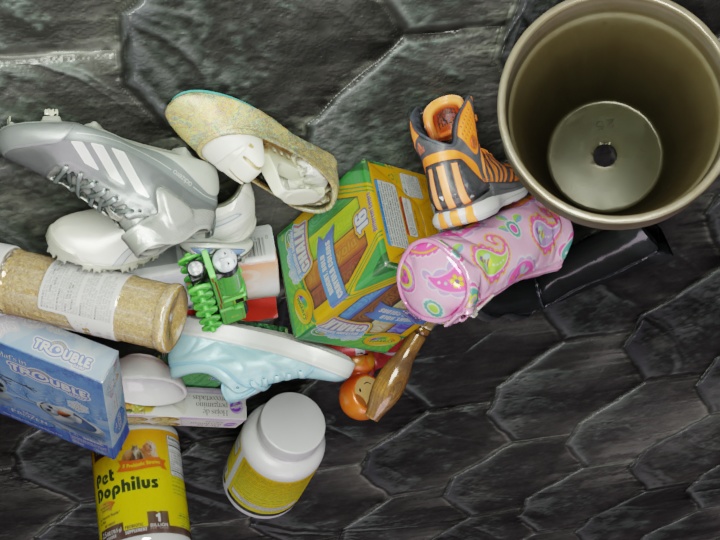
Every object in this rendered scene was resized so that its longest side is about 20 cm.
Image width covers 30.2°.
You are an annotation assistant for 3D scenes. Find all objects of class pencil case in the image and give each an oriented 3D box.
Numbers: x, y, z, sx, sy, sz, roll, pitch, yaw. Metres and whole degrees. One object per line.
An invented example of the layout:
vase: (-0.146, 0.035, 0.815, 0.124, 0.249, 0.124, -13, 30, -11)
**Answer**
pencil case: (0.117, -0.010, 1.238, 0.200, 0.088, 0.087, -25, 169, -49)

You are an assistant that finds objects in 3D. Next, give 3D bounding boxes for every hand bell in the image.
hand bell: (0.059, 0.068, 1.402, 0.104, 0.104, 0.201, 27, 91, -50)

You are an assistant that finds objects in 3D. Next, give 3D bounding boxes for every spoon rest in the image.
spoon rest: (-0.273, 0.109, 1.463, 0.099, 0.061, 0.200, -14, 144, 31)

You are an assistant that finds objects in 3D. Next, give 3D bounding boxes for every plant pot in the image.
plant pot: (0.221, -0.120, 1.173, 0.199, 0.201, 0.174, -15, 167, 4)

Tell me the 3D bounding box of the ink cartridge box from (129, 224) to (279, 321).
ink cartridge box: (-0.167, 0.031, 1.415, 0.161, 0.050, 0.200, -9, 148, -6)

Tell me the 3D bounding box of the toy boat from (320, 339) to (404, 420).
toy boat: (-0.005, 0.104, 1.501, 0.130, 0.131, 0.200, -10, 161, -5)

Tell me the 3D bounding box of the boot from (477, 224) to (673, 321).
boot: (0.228, -0.005, 1.472, 0.199, 0.066, 0.165, -22, 168, 27)

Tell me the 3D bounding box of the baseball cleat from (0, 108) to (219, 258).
baseball cleat: (-0.213, -0.069, 1.141, 0.199, 0.107, 0.070, 9, 160, -24)

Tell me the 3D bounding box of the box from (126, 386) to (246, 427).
box: (-0.234, 0.160, 1.584, 0.199, 0.039, 0.041, 6, 157, -27)

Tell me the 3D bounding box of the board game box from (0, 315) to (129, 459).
board game box: (-0.344, 0.109, 1.390, 0.199, 0.043, 0.199, 20, 149, 6)

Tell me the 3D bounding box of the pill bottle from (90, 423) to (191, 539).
pill bottle: (-0.269, 0.256, 1.620, 0.109, 0.201, 0.109, -10, 152, -5)

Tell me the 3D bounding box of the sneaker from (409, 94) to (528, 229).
sneaker: (0.102, -0.110, 1.239, 0.077, 0.113, 0.200, -14, -173, 15)

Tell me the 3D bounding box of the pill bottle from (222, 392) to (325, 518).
pill bottle: (-0.110, 0.240, 1.748, 0.112, 0.113, 0.200, -2, 150, -19)

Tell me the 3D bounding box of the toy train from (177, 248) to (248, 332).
toy train: (-0.137, 0.018, 1.276, 0.056, 0.042, 0.200, -19, 167, -7)

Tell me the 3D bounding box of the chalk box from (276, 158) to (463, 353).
chalk box: (0.000, 0.000, 1.344, 0.124, 0.125, 0.200, 12, 142, -38)

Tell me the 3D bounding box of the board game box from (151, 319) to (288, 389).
board game box: (-0.178, 0.100, 1.532, 0.104, 0.024, 0.200, 8, 154, -35)

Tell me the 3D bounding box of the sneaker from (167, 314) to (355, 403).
sneaker: (-0.106, 0.102, 1.393, 0.199, 0.082, 0.074, 12, -179, 12)

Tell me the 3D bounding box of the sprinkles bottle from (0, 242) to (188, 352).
sprinkles bottle: (-0.266, 0.025, 1.260, 0.199, 0.068, 0.068, 12, 154, 11)

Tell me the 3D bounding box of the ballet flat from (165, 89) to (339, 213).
ballet flat: (-0.089, -0.100, 1.190, 0.071, 0.071, 0.200, -30, 147, 29)

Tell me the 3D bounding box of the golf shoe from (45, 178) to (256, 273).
golf shoe: (-0.194, -0.056, 1.244, 0.199, 0.078, 0.098, -7, 135, -22)
